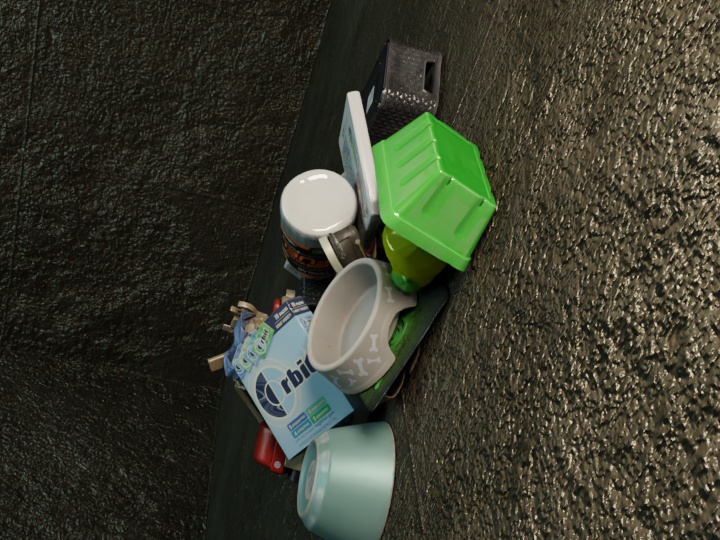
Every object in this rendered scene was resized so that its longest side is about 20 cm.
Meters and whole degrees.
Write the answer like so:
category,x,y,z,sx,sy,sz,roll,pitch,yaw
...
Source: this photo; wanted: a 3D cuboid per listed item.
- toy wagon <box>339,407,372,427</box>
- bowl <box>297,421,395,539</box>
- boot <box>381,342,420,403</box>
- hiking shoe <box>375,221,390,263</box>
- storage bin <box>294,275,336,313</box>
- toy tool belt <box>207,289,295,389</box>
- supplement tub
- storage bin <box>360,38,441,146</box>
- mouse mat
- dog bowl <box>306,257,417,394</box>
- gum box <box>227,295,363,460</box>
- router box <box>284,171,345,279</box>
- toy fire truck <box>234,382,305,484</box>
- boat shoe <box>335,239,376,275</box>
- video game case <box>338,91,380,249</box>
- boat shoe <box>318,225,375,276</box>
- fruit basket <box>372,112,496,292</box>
category,x,y,z,sx,sy,sz,roll,pitch,yaw
toy wagon,-0.003,0.200,1.440,0.200,0.039,0.156,126,154,-60
bowl,-0.029,0.312,1.287,0.201,0.105,0.202,-167,90,-77
boot,0.045,0.100,1.285,0.146,0.070,0.201,-2,70,68
hiking shoe,0.065,-0.055,1.341,0.200,0.075,0.101,109,161,-69
storage bin,-0.062,0.114,1.557,0.094,0.135,0.200,-94,21,-54
toy tool belt,-0.188,0.115,1.513,0.125,0.122,0.200,-93,20,-50
supplement tub,-0.069,-0.067,1.434,0.200,0.122,0.123,95,-178,-66
storage bin,0.057,-0.276,1.489,0.200,0.093,0.136,122,157,-60
mouse mat,0.042,0.083,1.231,0.200,0.008,0.161,-58,27,9
dog bowl,-0.005,0.072,1.253,0.200,0.059,0.201,-41,34,35
gum box,-0.103,0.171,1.387,0.170,0.044,0.200,-42,75,33
router box,-0.050,-0.100,1.639,0.200,0.049,0.180,-43,20,33
toy fire truck,-0.146,0.276,1.540,0.176,0.199,0.129,7,-85,-75
boat shoe,-0.013,-0.014,1.618,0.066,0.074,0.201,-100,25,-74
video game case,-0.002,-0.152,1.388,0.182,0.024,0.201,111,149,-74
boat shoe,0.000,0.000,1.370,0.072,0.060,0.201,61,-177,34
fruit basket,0.074,-0.070,1.140,0.216,0.155,0.216,-46,26,30
